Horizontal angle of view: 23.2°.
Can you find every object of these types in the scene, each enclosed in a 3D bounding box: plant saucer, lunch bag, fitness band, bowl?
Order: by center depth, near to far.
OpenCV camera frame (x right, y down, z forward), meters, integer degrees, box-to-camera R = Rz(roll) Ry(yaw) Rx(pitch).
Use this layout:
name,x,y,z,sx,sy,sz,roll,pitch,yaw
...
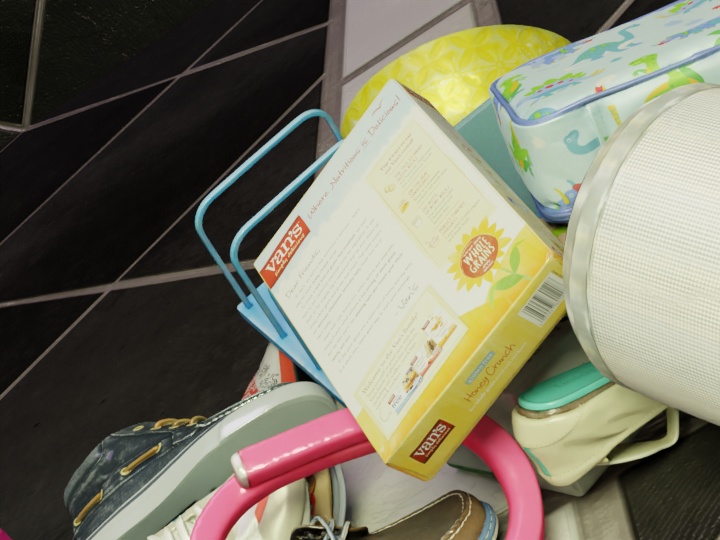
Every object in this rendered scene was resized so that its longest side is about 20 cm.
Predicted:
name,x,y,z,sx,sy,sz,roll,pitch,yaw
fitness band,0.002,0.146,0.957,0.199,0.037,0.144,-20,59,-7
lunch bag,0.179,-0.103,0.999,0.199,0.083,0.161,-21,18,2
plant saucer,0.101,-0.059,1.119,0.070,0.019,0.200,-38,32,10
bowl,0.094,-0.082,1.334,0.200,0.200,0.108,-29,58,20

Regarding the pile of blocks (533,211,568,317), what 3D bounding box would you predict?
name,x,y,z,sx,sy,sz,roll,pitch,yaw
pile of blocks,0.097,0.004,1.004,0.082,0.062,0.200,-30,20,-37

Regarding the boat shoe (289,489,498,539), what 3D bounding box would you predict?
name,x,y,z,sx,sy,sz,roll,pitch,yaw
boat shoe,-0.014,0.182,1.001,0.200,0.072,0.072,-37,20,2

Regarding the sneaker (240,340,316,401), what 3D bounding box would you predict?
name,x,y,z,sx,sy,sz,roll,pitch,yaw
sneaker,-0.078,0.112,1.286,0.108,0.067,0.201,-31,22,10

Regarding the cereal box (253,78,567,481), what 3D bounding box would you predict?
name,x,y,z,sx,sy,sz,roll,pitch,yaw
cereal box,0.027,0.000,0.974,0.144,0.039,0.200,-52,39,14

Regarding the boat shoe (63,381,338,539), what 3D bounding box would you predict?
name,x,y,z,sx,sy,sz,roll,pitch,yaw
boat shoe,-0.109,0.118,1.118,0.200,0.071,0.091,-38,41,7

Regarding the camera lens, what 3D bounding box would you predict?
name,x,y,z,sx,sy,sz,roll,pitch,yaw
camera lens,0.209,0.003,0.835,0.160,0.160,0.200,-44,40,-21

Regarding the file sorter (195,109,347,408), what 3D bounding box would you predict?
name,x,y,z,sx,sy,sz,roll,pitch,yaw
file sorter,0.000,0.000,1.208,0.139,0.123,0.200,-42,48,-11

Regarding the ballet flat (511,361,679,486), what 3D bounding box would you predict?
name,x,y,z,sx,sy,sz,roll,pitch,yaw
ballet flat,0.175,0.059,0.972,0.200,0.070,0.069,-26,17,-13

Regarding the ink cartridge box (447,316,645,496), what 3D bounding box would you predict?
name,x,y,z,sx,sy,sz,roll,pitch,yaw
ink cartridge box,0.135,0.033,1.075,0.200,0.083,0.146,-44,21,-22

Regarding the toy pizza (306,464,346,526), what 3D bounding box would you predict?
name,x,y,z,sx,sy,sz,roll,pitch,yaw
toy pizza,-0.099,0.175,1.139,0.200,0.032,0.201,-22,41,21

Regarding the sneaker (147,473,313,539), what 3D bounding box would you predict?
name,x,y,z,sx,sy,sz,roll,pitch,yaw
sneaker,-0.111,0.185,1.040,0.200,0.093,0.070,-52,46,3

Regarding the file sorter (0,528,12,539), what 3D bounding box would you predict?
name,x,y,z,sx,sy,sz,roll,pitch,yaw
file sorter,-0.260,0.274,1.121,0.125,0.139,0.200,-37,19,9
